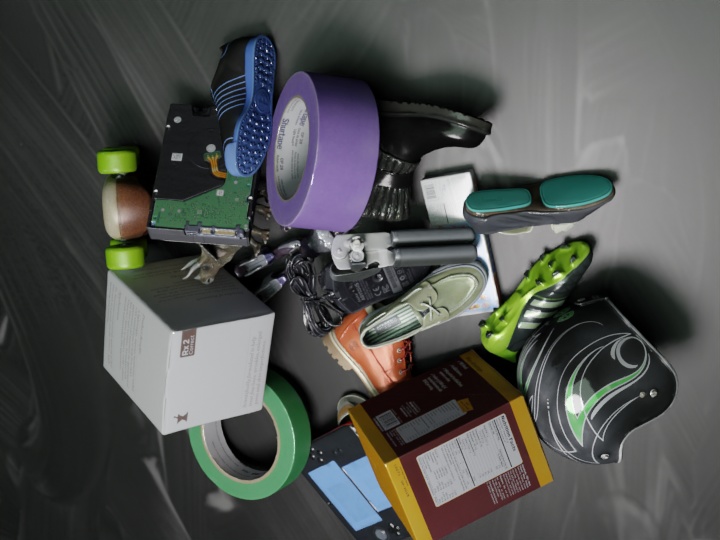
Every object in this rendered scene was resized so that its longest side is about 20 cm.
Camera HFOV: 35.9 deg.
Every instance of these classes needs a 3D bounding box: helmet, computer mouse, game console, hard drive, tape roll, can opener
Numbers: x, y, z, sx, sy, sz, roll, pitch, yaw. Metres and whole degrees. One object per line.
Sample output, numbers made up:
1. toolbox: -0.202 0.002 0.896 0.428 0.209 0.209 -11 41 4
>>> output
1. helmet: 0.298 0.148 1.447 0.191 0.200 0.200 -43 93 9
2. computer mouse: 0.000 0.000 1.546 0.199 0.053 0.139 -20 119 -1
3. game console: 0.000 0.325 1.663 0.200 0.031 0.177 51 142 -5
4. hard drive: -0.206 -0.131 1.513 0.139 0.201 0.038 4 153 2
5. tape roll: -0.170 0.245 1.689 0.199 0.048 0.202 6 101 29
6. tape roll: -0.052 -0.153 1.445 0.084 0.200 0.201 4 116 -23
7. can opener: 0.056 -0.026 1.487 0.198 0.067 0.053 -5 64 -3

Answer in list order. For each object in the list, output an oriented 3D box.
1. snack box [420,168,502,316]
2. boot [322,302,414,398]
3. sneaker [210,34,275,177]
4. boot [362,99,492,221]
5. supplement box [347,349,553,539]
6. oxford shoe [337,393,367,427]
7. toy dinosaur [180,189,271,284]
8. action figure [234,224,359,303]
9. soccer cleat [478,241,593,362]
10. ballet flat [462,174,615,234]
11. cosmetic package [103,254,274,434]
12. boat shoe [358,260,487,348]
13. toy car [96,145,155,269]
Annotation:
1. snack box: 0.140 -0.036 1.526 0.071 0.024 0.201 -9 106 20
2. boot: 0.049 0.133 1.594 0.200 0.075 0.107 45 110 -1
3. sneaker: -0.166 -0.220 1.503 0.077 0.070 0.201 -2 73 34
4. boot: 0.069 -0.140 1.464 0.210 0.079 0.159 11 99 31
5. supplement box: 0.116 0.232 1.490 0.199 0.197 0.133 -25 108 -8
6. oxford shoe: 0.037 0.268 1.653 0.200 0.058 0.075 45 114 -3
7. toy dinosaur: -0.178 -0.079 1.538 0.102 0.077 0.201 12 79 -16
8. action figure: -0.083 -0.025 1.581 0.199 0.069 0.131 -32 92 22
9. soccer cleat: 0.247 0.042 1.505 0.081 0.068 0.200 33 111 -29
10. ballet flat: 0.234 -0.080 1.460 0.199 0.073 0.074 -7 107 8
11. cosmetic package: -0.247 0.098 1.575 0.200 0.164 0.166 37 127 43
12. boat shoe: 0.086 0.055 1.515 0.199 0.062 0.072 -32 100 13
13. toy car: -0.268 -0.097 1.597 0.198 0.158 0.166 -4 100 -7
